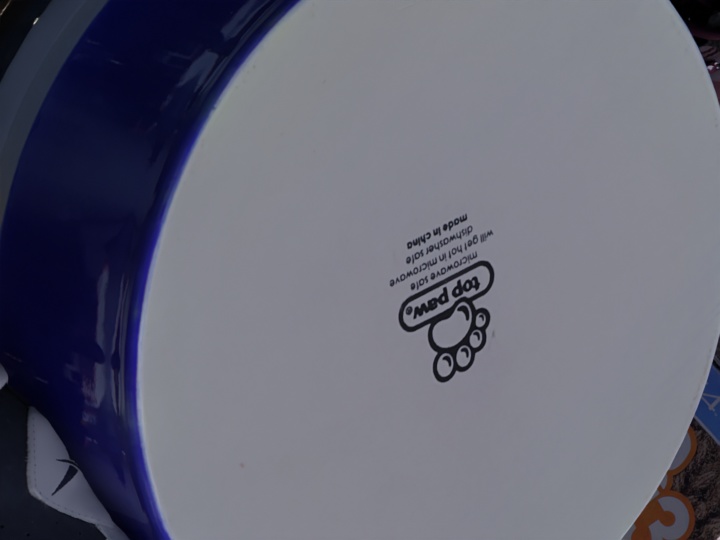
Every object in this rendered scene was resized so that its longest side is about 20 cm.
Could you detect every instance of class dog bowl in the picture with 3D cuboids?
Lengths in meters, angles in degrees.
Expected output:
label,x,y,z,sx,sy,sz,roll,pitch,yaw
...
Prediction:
label,x,y,z,sx,sy,sz,roll,pitch,yaw
dog bowl,0.000,0.000,0.758,0.200,0.079,0.200,-14,112,-37

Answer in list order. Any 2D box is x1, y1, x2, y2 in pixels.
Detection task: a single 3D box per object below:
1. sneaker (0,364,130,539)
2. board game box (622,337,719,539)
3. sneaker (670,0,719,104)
label,x,y,z,sx,sy,sz,roll,pitch,yaw
sneaker,-0.120,0.120,0.695,0.199,0.130,0.079,-51,180,1
board game box,0.089,0.116,1.061,0.200,0.097,0.159,-48,148,12
sneaker,0.084,-0.052,0.870,0.115,0.076,0.200,-26,147,-18
